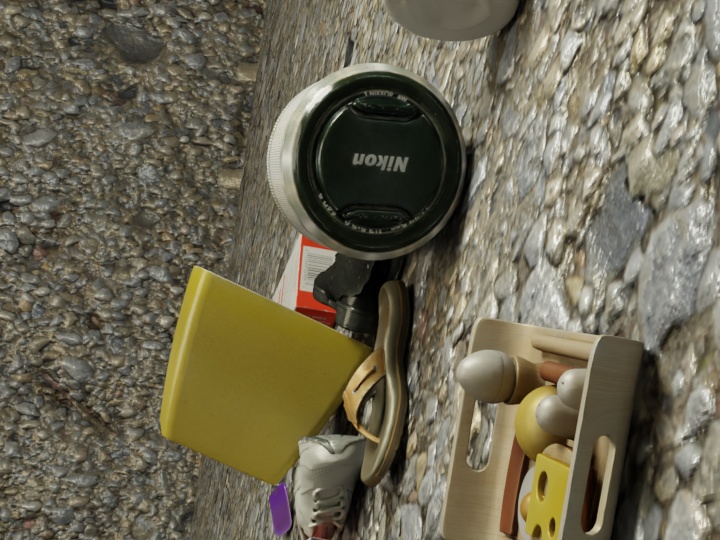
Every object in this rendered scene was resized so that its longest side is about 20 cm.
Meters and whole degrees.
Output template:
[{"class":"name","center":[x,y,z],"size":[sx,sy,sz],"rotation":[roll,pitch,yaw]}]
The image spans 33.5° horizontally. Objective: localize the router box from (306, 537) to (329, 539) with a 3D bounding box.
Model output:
[{"class":"router box","center":[-0.056,0.386,1.216],"size":[0.180,0.048,0.204],"rotation":[123,154,-65]}]

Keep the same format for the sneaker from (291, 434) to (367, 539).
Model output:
[{"class":"sneaker","center":[-0.030,0.221,1.203],"size":[0.201,0.073,0.089],"rotation":[102,168,-62]}]

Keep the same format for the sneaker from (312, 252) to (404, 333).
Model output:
[{"class":"sneaker","center":[-0.003,0.000,1.272],"size":[0.200,0.059,0.106],"rotation":[-132,52,-70]}]

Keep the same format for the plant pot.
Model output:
[{"class":"plant pot","center":[-0.125,0.118,1.316],"size":[0.179,0.197,0.200],"rotation":[-65,10,-3]}]

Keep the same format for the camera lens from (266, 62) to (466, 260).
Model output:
[{"class":"camera lens","center":[-0.001,-0.095,1.063],"size":[0.200,0.157,0.163],"rotation":[-158,78,-79]}]

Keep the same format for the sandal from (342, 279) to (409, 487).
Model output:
[{"class":"sandal","center":[0.011,0.101,1.106],"size":[0.080,0.053,0.203],"rotation":[121,156,-63]}]

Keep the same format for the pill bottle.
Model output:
[{"class":"pill bottle","center":[0.078,-0.298,0.964],"size":[0.111,0.109,0.204],"rotation":[124,154,-65]}]

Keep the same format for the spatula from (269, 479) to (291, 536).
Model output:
[{"class":"spatula","center":[-0.103,0.265,1.641],"size":[0.057,0.020,0.203],"rotation":[-49,28,47]}]

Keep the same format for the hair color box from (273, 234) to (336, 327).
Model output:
[{"class":"hair color box","center":[-0.074,0.046,1.585],"size":[0.201,0.063,0.113],"rotation":[121,155,-59]}]

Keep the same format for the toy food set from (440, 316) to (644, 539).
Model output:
[{"class":"toy food set","center":[0.090,0.102,0.671],"size":[0.200,0.059,0.146],"rotation":[-177,97,-80]}]
